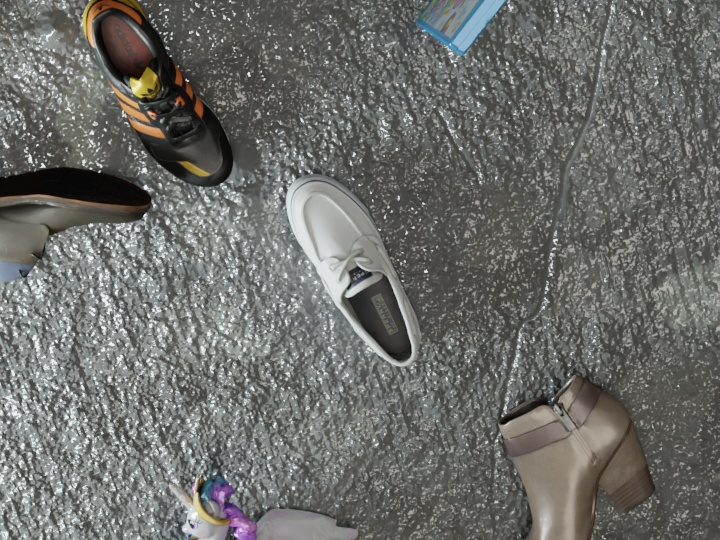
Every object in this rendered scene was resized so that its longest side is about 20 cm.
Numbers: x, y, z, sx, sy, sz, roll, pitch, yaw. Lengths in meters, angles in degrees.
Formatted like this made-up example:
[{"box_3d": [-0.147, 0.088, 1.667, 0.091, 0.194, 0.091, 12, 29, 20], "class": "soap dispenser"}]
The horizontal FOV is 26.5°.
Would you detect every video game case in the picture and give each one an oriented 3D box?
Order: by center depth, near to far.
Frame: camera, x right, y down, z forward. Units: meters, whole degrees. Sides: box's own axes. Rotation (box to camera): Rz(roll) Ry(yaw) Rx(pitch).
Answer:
[{"box_3d": [0.109, -0.253, 1.292, 0.018, 0.200, 0.143, 37, 98, -13], "class": "video game case"}]

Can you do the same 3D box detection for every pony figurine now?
[{"box_3d": [-0.115, 0.297, 1.451, 0.193, 0.167, 0.200, 22, 117, -3], "class": "pony figurine"}]

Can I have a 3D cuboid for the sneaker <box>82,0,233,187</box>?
[{"box_3d": [-0.181, -0.152, 1.346, 0.070, 0.090, 0.200, -32, 105, 3], "class": "sneaker"}]

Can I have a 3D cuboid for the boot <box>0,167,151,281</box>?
[{"box_3d": [-0.289, -0.039, 1.383, 0.200, 0.075, 0.097, 5, 116, 1], "class": "boot"}]

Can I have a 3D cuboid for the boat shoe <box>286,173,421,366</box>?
[{"box_3d": [0.000, 0.000, 1.416, 0.074, 0.065, 0.200, -35, 105, 4], "class": "boat shoe"}]

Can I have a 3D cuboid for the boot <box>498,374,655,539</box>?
[{"box_3d": [0.184, 0.201, 1.491, 0.200, 0.070, 0.146, -39, 98, 4], "class": "boot"}]
